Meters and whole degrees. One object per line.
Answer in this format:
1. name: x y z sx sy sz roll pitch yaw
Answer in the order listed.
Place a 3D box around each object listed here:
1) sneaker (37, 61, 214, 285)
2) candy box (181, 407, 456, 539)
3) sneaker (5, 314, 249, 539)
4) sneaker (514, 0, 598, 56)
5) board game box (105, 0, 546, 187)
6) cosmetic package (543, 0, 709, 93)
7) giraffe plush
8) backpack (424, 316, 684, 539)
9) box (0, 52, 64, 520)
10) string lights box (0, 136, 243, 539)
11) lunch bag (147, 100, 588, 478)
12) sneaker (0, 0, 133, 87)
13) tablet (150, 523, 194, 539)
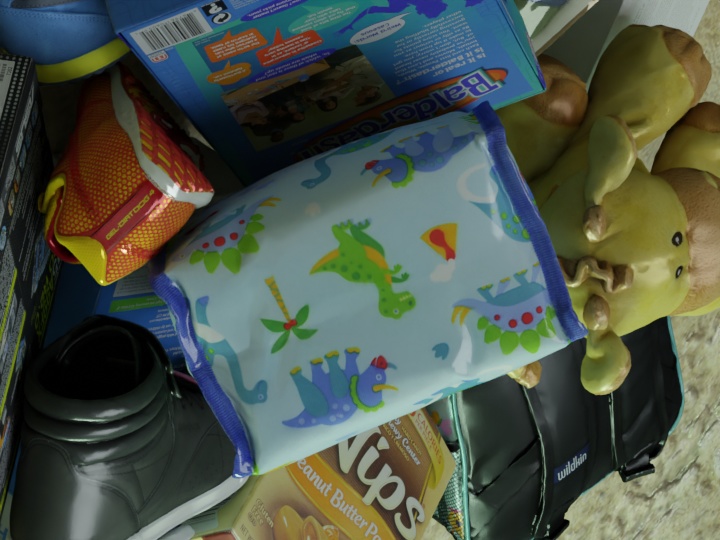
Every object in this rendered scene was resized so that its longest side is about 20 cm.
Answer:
1. sneaker: -0.113 -0.045 1.312 0.077 0.073 0.200 -42 -171 5
2. candy box: -0.025 0.118 1.493 0.116 0.055 0.200 61 33 -23
3. sneaker: -0.095 0.060 1.371 0.200 0.070 0.100 -38 141 -56
4. sneaker: 0.086 -0.169 1.472 0.200 0.067 0.090 -37 111 3
5. board game box: -0.013 -0.109 1.305 0.152 0.045 0.200 -20 156 7
6. cosmetic package: 0.153 -0.172 1.556 0.082 0.051 0.201 -1 120 -53
7. giraffe plush: 0.123 -0.023 1.455 0.200 0.162 0.173 -31 103 -8
8. backpack: 0.082 0.033 1.635 0.175 0.153 0.200 -31 141 -22
9. box: -0.174 0.030 1.273 0.160 0.044 0.201 90 9 -60
10. string lights box: -0.125 0.039 1.457 0.103 0.059 0.201 -10 126 -49
11. lunch bag: 0.000 0.000 1.329 0.170 0.200 0.128 -22 103 1
12. sneaker: -0.086 -0.163 1.320 0.200 0.066 0.079 -37 142 -26
13. tablet: -0.179 0.162 1.410 0.130 0.200 0.014 -24 94 -39
